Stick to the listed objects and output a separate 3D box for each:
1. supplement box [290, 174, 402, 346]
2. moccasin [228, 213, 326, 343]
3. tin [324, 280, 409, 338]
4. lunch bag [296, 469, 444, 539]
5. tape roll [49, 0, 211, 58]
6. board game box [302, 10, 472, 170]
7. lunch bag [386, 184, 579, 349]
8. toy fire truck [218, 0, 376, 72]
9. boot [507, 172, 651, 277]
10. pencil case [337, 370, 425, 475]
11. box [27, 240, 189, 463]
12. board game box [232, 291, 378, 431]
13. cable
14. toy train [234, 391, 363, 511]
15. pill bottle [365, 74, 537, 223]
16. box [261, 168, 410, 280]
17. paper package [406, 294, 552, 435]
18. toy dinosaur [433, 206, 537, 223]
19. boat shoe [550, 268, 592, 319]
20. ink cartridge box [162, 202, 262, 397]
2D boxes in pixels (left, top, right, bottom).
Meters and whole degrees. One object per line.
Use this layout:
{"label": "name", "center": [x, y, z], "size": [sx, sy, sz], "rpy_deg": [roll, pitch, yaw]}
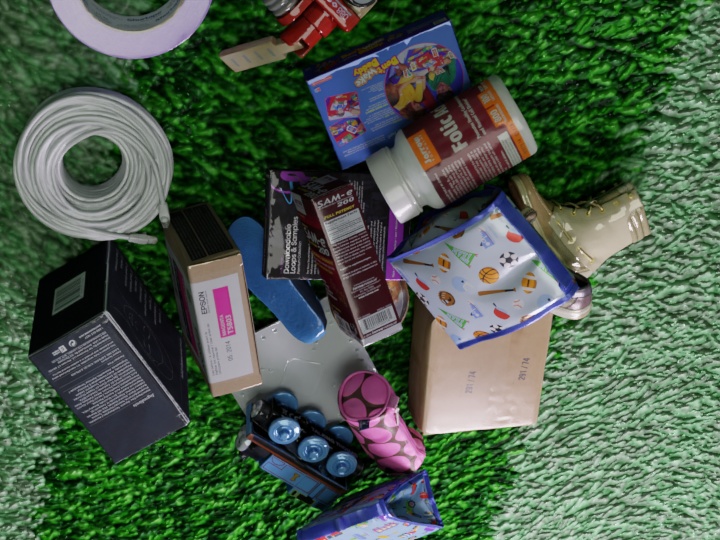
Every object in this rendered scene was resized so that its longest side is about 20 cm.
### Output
{"label": "supplement box", "center": [-0.019, -0.014, 1.611], "size": [0.060, 0.109, 0.202], "rpy_deg": [-23, 105, -13]}
{"label": "moccasin", "center": [-0.116, 0.010, 1.724], "size": [0.080, 0.068, 0.201], "rpy_deg": [-25, 106, 15]}
{"label": "tin", "center": [0.000, 0.000, 1.745], "size": [0.111, 0.042, 0.202], "rpy_deg": [-19, 112, -15]}
{"label": "lunch bag", "center": [0.008, 0.363, 1.838], "size": [0.149, 0.200, 0.095], "rpy_deg": [-23, 78, 22]}
{"label": "tape roll", "center": [-0.273, -0.358, 1.503], "size": [0.198, 0.066, 0.202], "rpy_deg": [-5, 119, -10]}
{"label": "board game box", "center": [0.041, -0.233, 1.643], "size": [0.198, 0.045, 0.135], "rpy_deg": [-22, 120, 1]}
{"label": "lunch bag", "center": [0.165, -0.011, 1.626], "size": [0.170, 0.124, 0.199], "rpy_deg": [48, 145, -14]}
{"label": "toy fire truck", "center": [-0.104, -0.332, 1.533], "size": [0.200, 0.129, 0.176], "rpy_deg": [-47, 117, 3]}
{"label": "boot", "center": [0.306, -0.087, 1.759], "size": [0.155, 0.073, 0.201], "rpy_deg": [-34, 116, 5]}
{"label": "pencil case", "center": [0.036, 0.225, 1.822], "size": [0.093, 0.092, 0.200], "rpy_deg": [0, 150, 20]}
{"label": "box", "center": [-0.324, 0.102, 1.656], "size": [0.123, 0.201, 0.197], "rpy_deg": [-30, 119, 7]}
{"label": "board game box", "center": [-0.086, 0.148, 1.829], "size": [0.198, 0.026, 0.201], "rpy_deg": [-26, 120, 3]}
{"label": "cable", "center": [-0.337, -0.135, 1.605], "size": [0.198, 0.069, 0.202], "rpy_deg": [2, 116, -12]}
{"label": "toy train", "center": [-0.091, 0.259, 1.825], "size": [0.199, 0.087, 0.114], "rpy_deg": [33, 113, -25]}
{"label": "pill bottle", "center": [0.114, -0.151, 1.611], "size": [0.199, 0.114, 0.115], "rpy_deg": [-30, 119, 6]}
{"label": "box", "center": [-0.030, -0.061, 1.675], "size": [0.198, 0.036, 0.145], "rpy_deg": [1, 99, -19]}
{"label": "paper package", "center": [0.169, 0.123, 1.824], "size": [0.188, 0.104, 0.202], "rpy_deg": [-3, 117, -11]}
{"label": "toy dinosaur", "center": [0.136, -0.071, 1.722], "size": [0.198, 0.047, 0.089], "rpy_deg": [-14, 106, 29]}
{"label": "boat shoe", "center": [0.228, 0.004, 1.751], "size": [0.198, 0.072, 0.065], "rpy_deg": [22, 138, 17]}
{"label": "ink cartridge box", "center": [-0.197, 0.036, 1.664], "size": [0.074, 0.165, 0.202], "rpy_deg": [-14, 119, -15]}
